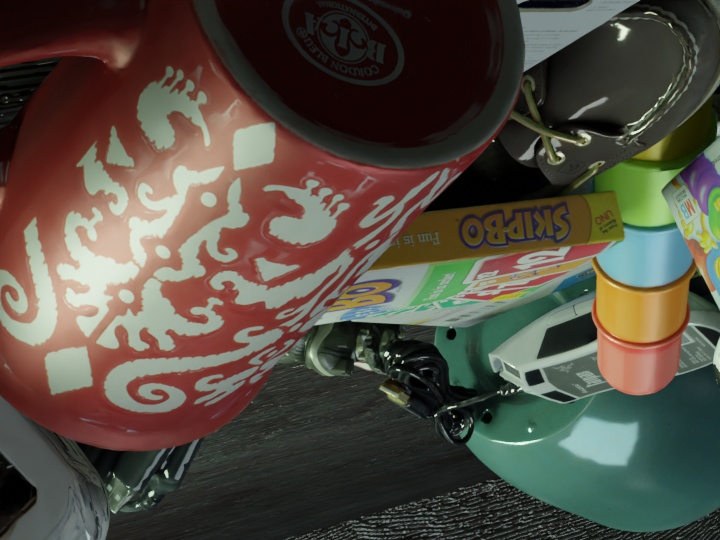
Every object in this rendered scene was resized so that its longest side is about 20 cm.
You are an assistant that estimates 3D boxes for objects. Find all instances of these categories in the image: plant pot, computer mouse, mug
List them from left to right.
[{"bbox_3d":[-0.060,-0.032,0.620,0.177,0.134,0.200,-13,165,-33],"label":"mug"},{"bbox_3d":[0.111,0.043,1.096,0.199,0.044,0.110,-17,149,23],"label":"computer mouse"},{"bbox_3d":[0.139,0.054,1.226,0.200,0.201,0.161,-25,155,30],"label":"plant pot"}]

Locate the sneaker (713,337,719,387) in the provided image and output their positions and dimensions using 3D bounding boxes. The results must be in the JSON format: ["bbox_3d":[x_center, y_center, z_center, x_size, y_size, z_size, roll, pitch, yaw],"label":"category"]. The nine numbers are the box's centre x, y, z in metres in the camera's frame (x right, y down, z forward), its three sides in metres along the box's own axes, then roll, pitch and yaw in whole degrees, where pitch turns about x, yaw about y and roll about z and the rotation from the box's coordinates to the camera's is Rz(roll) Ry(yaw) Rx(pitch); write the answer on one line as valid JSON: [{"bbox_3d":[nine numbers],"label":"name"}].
[{"bbox_3d":[0.284,-0.002,1.007,0.146,0.081,0.200,-29,170,-47],"label":"sneaker"}]

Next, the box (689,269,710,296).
[{"bbox_3d":[0.243,-0.054,1.036,0.157,0.051,0.200,-35,180,-16],"label":"box"}]

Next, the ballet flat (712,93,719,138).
[{"bbox_3d":[0.180,-0.078,0.946,0.200,0.070,0.069,-33,164,25],"label":"ballet flat"}]

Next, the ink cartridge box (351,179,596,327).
[{"bbox_3d":[0.056,-0.022,1.014,0.115,0.068,0.200,-23,169,21],"label":"ink cartridge box"}]

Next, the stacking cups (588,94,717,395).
[{"bbox_3d":[0.125,-0.022,0.905,0.060,0.061,0.201,-16,137,-14],"label":"stacking cups"}]

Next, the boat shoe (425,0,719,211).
[{"bbox_3d":[0.075,-0.063,0.809,0.060,0.072,0.200,-43,-171,-32],"label":"boat shoe"}]

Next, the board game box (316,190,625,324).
[{"bbox_3d":[0.000,0.000,0.813,0.199,0.030,0.096,-4,166,-24],"label":"board game box"}]

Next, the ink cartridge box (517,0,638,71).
[{"bbox_3d":[0.013,-0.078,0.755,0.094,0.037,0.200,-7,167,-43],"label":"ink cartridge box"}]

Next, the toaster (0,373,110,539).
[{"bbox_3d":[-0.176,0.064,0.727,0.114,0.200,0.129,-44,-172,-13],"label":"toaster"}]

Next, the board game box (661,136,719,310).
[{"bbox_3d":[0.247,-0.039,0.827,0.199,0.103,0.105,-21,169,-22],"label":"board game box"}]

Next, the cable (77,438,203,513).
[{"bbox_3d":[-0.122,0.025,0.852,0.163,0.051,0.201,12,117,-35],"label":"cable"}]

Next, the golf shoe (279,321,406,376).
[{"bbox_3d":[-0.022,0.016,1.115,0.088,0.078,0.200,7,180,14],"label":"golf shoe"}]
